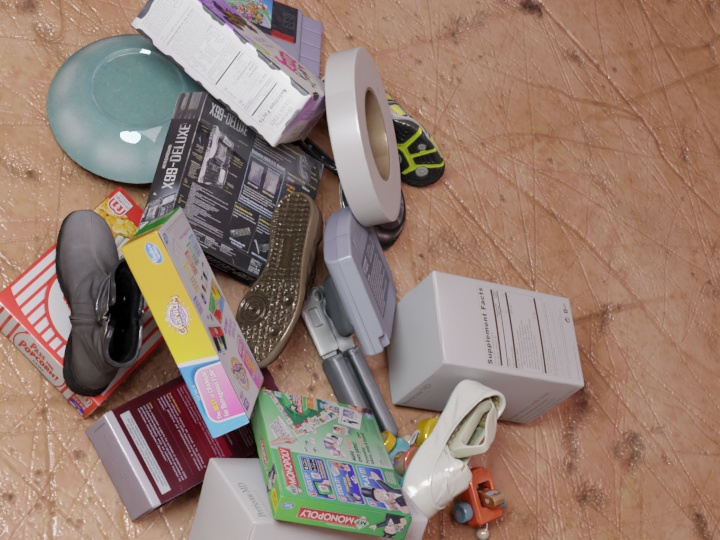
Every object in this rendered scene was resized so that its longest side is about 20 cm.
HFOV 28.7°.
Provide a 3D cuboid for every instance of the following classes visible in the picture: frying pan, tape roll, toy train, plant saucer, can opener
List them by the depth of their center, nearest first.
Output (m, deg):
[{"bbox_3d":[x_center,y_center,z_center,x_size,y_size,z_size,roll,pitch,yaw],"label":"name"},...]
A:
[{"bbox_3d":[-0.247,-0.191,1.557,0.198,0.039,0.203,4,61,-8],"label":"plant saucer"},{"bbox_3d":[0.091,0.239,1.582,0.198,0.055,0.152,-6,82,-39],"label":"toy train"},{"bbox_3d":[-0.013,0.105,1.598,0.052,0.066,0.202,-19,85,-35],"label":"can opener"},{"bbox_3d":[0.004,-0.152,1.599,0.203,0.037,0.206,-11,90,-77],"label":"tape roll"},{"bbox_3d":[0.000,-0.114,1.698,0.191,0.031,0.115,60,41,-17],"label":"frying pan"}]

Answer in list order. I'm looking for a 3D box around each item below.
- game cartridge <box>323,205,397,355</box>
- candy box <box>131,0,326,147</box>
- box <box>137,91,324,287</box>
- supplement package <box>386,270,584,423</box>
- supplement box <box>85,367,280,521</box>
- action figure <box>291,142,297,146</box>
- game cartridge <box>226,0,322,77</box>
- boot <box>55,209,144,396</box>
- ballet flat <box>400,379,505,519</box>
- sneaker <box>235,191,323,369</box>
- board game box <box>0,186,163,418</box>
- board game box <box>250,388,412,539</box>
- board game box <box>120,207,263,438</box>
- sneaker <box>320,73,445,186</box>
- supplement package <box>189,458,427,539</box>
[{"bbox_3d":[0.000,0.000,1.581,0.200,0.040,0.135,-76,149,-72],"label":"game cartridge"},{"bbox_3d":[-0.132,-0.227,1.534,0.199,0.072,0.168,40,11,2],"label":"candy box"},{"bbox_3d":[-0.137,-0.082,1.541,0.199,0.049,0.160,28,71,-45],"label":"box"},{"bbox_3d":[0.143,0.094,1.657,0.198,0.121,0.121,11,57,-27],"label":"supplement package"},{"bbox_3d":[-0.173,0.164,1.467,0.199,0.061,0.110,-25,83,-37],"label":"supplement box"},{"bbox_3d":[-0.151,-0.154,1.628,0.199,0.069,0.132,-24,89,-34],"label":"action figure"},{"bbox_3d":[-0.139,-0.281,1.714,0.198,0.038,0.131,16,65,-26],"label":"game cartridge"},{"bbox_3d":[-0.247,0.014,1.385,0.069,0.132,0.203,2,67,-29],"label":"boot"},{"bbox_3d":[0.101,0.198,1.518,0.069,0.069,0.201,40,54,-10],"label":"ballet flat"},{"bbox_3d":[-0.077,0.020,1.520,0.076,0.070,0.202,51,53,-61],"label":"sneaker"},{"bbox_3d":[-0.270,0.031,1.476,0.152,0.046,0.200,46,52,-6],"label":"board game box"},{"bbox_3d":[-0.034,0.188,1.400,0.133,0.029,0.200,12,23,-17],"label":"board game box"},{"bbox_3d":[-0.160,0.047,1.378,0.040,0.153,0.202,-24,99,6],"label":"board game box"},{"bbox_3d":[0.034,-0.187,1.755,0.200,0.075,0.077,42,30,-20],"label":"sneaker"},{"bbox_3d":[-0.056,0.270,1.418,0.198,0.121,0.121,5,22,-31],"label":"supplement package"}]
